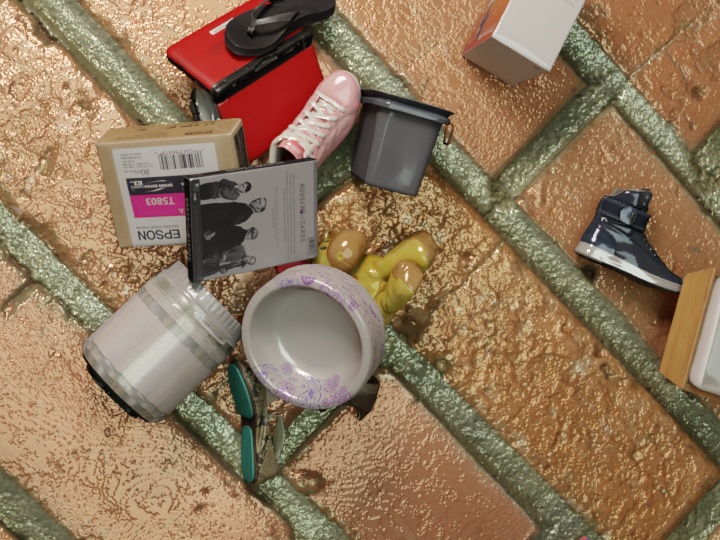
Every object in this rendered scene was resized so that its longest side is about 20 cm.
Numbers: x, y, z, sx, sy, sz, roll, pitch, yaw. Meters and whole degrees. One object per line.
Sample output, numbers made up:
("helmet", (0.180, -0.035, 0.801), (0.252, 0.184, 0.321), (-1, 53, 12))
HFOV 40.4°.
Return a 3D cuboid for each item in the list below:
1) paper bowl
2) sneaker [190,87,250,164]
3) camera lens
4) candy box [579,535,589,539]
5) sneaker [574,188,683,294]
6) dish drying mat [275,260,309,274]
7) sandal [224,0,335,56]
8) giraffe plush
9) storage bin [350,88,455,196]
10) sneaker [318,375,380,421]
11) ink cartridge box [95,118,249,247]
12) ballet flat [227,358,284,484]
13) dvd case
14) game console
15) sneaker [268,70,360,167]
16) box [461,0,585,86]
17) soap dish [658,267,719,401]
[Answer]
("paper bowl", (-0.061, 0.088, 1.400), (0.200, 0.104, 0.202), (7, 111, 19))
("sneaker", (-0.191, -0.186, 1.472), (0.087, 0.074, 0.201), (-18, 96, -17))
("camera lens", (-0.286, 0.106, 1.411), (0.200, 0.160, 0.160), (-44, 99, -7))
("candy box", (0.373, 0.573, 1.605), (0.169, 0.077, 0.200), (-38, 99, -8))
("sneaker", (0.471, -0.054, 1.609), (0.202, 0.077, 0.147), (25, 89, -10))
("dish drying mat", (-0.103, -0.034, 1.519), (0.076, 0.018, 0.201), (-21, 94, -13))
("sandal", (-0.122, -0.378, 1.438), (0.076, 0.043, 0.200), (41, 58, 20))
("giraffe plush", (0.000, 0.000, 1.483), (0.162, 0.173, 0.200), (34, 109, -2))
("storage bin", (0.058, -0.190, 1.469), (0.145, 0.200, 0.135), (13, 100, -12))
("sneaker", (-0.072, 0.181, 1.506), (0.199, 0.070, 0.076), (16, 104, -5))
("ink cartridge box", (-0.259, -0.124, 1.399), (0.199, 0.075, 0.166), (-4, 115, 7))
("ballet flat", (-0.155, 0.226, 1.498), (0.075, 0.068, 0.201), (-13, 100, -33))
("dvd case", (-0.149, -0.072, 1.370), (0.199, 0.025, 0.151), (-13, 115, -32))
("game console", (-0.165, -0.289, 1.468), (0.172, 0.119, 0.200), (39, 57, 19))
("sneaker", (-0.069, -0.204, 1.440), (0.075, 0.105, 0.201), (34, 101, 6))
("box", (0.266, -0.408, 1.519), (0.106, 0.152, 0.201), (28, 85, -12))
("soap dish", (0.569, 0.104, 1.604), (0.157, 0.081, 0.201), (18, 88, -47))
